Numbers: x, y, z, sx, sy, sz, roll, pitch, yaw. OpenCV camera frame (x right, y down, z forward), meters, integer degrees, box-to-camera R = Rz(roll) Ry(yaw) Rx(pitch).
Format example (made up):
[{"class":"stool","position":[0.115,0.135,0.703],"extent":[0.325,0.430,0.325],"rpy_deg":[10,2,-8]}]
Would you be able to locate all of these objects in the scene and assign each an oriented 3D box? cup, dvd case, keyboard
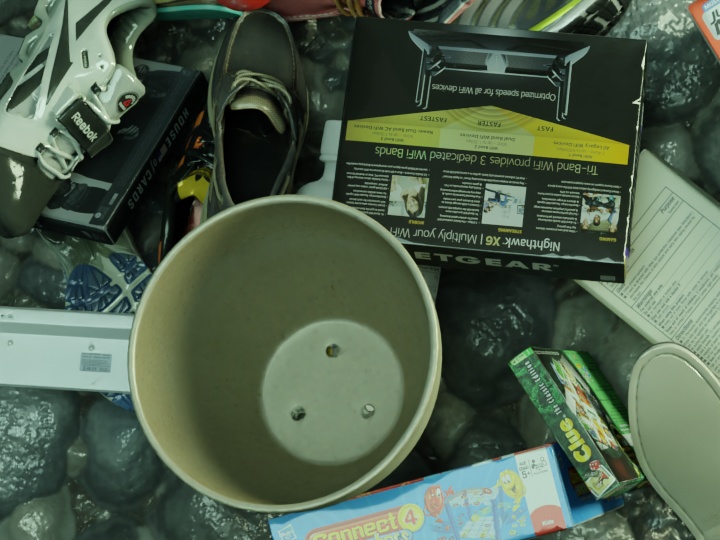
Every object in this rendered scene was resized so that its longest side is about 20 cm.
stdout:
[{"class":"cup","position":[-0.034,0.066,1.597],"extent":[0.200,0.143,0.201],"rpy_deg":[-3,76,13]},{"class":"dvd case","position":[-0.227,-0.099,1.786],"extent":[0.199,0.025,0.151],"rpy_deg":[12,58,29]},{"class":"keyboard","position":[-0.185,0.057,1.738],"extent":[0.199,0.011,0.057],"rpy_deg":[3,86,8]}]

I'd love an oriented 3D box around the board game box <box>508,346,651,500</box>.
[{"class":"board game box","position":[0.153,0.099,1.637],"extent":[0.023,0.200,0.105],"rpy_deg":[-37,78,11]}]

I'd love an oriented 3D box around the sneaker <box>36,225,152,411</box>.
[{"class":"sneaker","position":[-0.179,0.010,1.796],"extent":[0.077,0.085,0.201],"rpy_deg":[-20,72,3]}]

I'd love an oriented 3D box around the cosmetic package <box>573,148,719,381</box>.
[{"class":"cosmetic package","position":[0.243,0.019,1.682],"extent":[0.200,0.071,0.105],"rpy_deg":[41,99,14]}]

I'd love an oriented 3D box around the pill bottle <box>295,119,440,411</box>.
[{"class":"pill bottle","position":[0.000,0.000,1.731],"extent":[0.111,0.111,0.201],"rpy_deg":[9,90,16]}]

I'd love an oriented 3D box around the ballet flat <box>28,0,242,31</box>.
[{"class":"ballet flat","position":[-0.159,-0.206,1.791],"extent":[0.200,0.071,0.071],"rpy_deg":[-4,86,38]}]

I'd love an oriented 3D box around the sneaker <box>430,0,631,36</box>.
[{"class":"sneaker","position":[0.102,-0.176,1.733],"extent":[0.200,0.074,0.081],"rpy_deg":[-29,76,11]}]

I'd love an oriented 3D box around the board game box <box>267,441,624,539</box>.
[{"class":"board game box","position":[0.062,0.162,1.660],"extent":[0.195,0.200,0.056],"rpy_deg":[-16,85,14]}]

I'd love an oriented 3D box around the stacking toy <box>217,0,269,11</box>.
[{"class":"stacking toy","position":[-0.018,-0.242,1.682],"extent":[0.200,0.085,0.086],"rpy_deg":[-29,80,12]}]

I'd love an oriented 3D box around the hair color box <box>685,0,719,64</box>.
[{"class":"hair color box","position":[0.299,-0.100,1.652],"extent":[0.064,0.111,0.200],"rpy_deg":[-31,79,12]}]

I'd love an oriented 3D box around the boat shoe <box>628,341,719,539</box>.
[{"class":"boat shoe","position":[0.230,0.126,1.645],"extent":[0.072,0.063,0.200],"rpy_deg":[-24,111,14]}]

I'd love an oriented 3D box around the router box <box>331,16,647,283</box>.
[{"class":"router box","position":[0.086,-0.081,1.651],"extent":[0.199,0.052,0.158],"rpy_deg":[6,75,7]}]

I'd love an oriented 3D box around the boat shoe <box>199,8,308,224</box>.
[{"class":"boat shoe","position":[-0.067,-0.101,1.714],"extent":[0.074,0.073,0.201],"rpy_deg":[6,62,-11]}]

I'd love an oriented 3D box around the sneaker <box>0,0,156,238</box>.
[{"class":"sneaker","position":[-0.198,-0.114,1.708],"extent":[0.088,0.074,0.201],"rpy_deg":[9,72,25]}]

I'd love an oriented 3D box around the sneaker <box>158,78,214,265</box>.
[{"class":"sneaker","position":[-0.097,-0.073,1.773],"extent":[0.070,0.090,0.201],"rpy_deg":[14,91,16]}]

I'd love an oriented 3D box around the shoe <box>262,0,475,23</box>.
[{"class":"shoe","position":[0.002,-0.204,1.733],"extent":[0.200,0.072,0.091],"rpy_deg":[-19,43,23]}]
